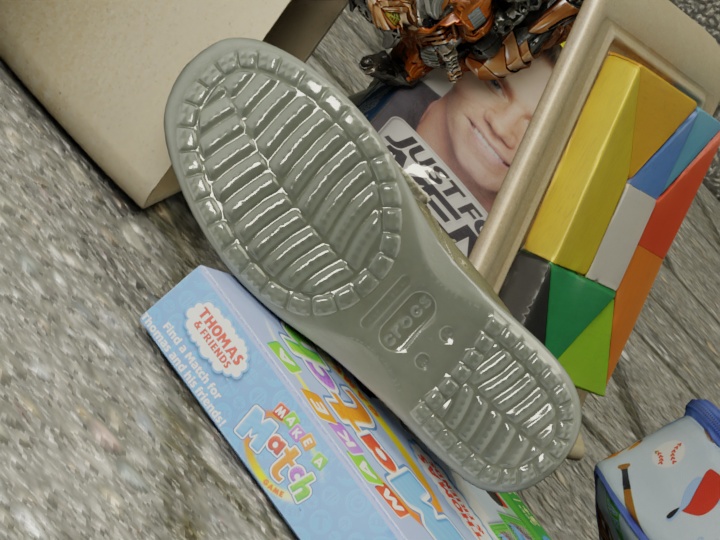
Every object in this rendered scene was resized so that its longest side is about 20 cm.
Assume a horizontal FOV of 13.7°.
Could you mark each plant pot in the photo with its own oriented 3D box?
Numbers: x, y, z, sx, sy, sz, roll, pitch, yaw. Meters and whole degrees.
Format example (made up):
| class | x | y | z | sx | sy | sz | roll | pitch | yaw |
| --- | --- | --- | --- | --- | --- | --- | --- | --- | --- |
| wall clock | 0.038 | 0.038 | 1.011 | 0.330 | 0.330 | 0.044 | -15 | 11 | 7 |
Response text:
| class | x | y | z | sx | sy | sz | roll | pitch | yaw |
| --- | --- | --- | --- | --- | --- | --- | --- | --- | --- |
| plant pot | -0.082 | -0.167 | 1.235 | 0.177 | 0.200 | 0.200 | 38 | 10 | 2 |

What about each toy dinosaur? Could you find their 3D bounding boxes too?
| class | x | y | z | sx | sy | sz | roll | pitch | yaw |
| --- | --- | --- | --- | --- | --- | --- | --- | --- | --- |
| toy dinosaur | 0.060 | -0.131 | 1.293 | 0.102 | 0.136 | 0.200 | 42 | 15 | 1 |

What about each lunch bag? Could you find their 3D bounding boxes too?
| class | x | y | z | sx | sy | sz | roll | pitch | yaw |
| --- | --- | --- | --- | --- | --- | --- | --- | --- | --- |
| lunch bag | 0.172 | 0.159 | 1.274 | 0.160 | 0.075 | 0.200 | 50 | -10 | 36 |

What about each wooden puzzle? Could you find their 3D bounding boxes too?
| class | x | y | z | sx | sy | sz | roll | pitch | yaw |
| --- | --- | --- | --- | --- | --- | --- | --- | --- | --- |
| wooden puzzle | 0.099 | -0.021 | 1.260 | 0.037 | 0.201 | 0.185 | 20 | 0 | 24 |

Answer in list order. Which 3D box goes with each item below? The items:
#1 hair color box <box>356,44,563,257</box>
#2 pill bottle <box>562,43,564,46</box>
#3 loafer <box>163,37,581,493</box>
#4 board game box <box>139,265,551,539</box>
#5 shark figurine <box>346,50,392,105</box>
| class | x | y | z | sx | sy | sz | roll | pitch | yaw |
| --- | --- | --- | --- | --- | --- | --- | --- | --- | --- |
| hair color box | 0.037 | -0.038 | 1.335 | 0.100 | 0.060 | 0.200 | 48 | 41 | -8 |
| pill bottle | 0.120 | -0.098 | 2.003 | 0.200 | 0.104 | 0.104 | 47 | 11 | -16 |
| loafer | 0.000 | 0.000 | 1.114 | 0.200 | 0.075 | 0.070 | 51 | -1 | -6 |
| board game box | 0.008 | 0.076 | 1.135 | 0.152 | 0.037 | 0.200 | 53 | 12 | 17 |
| shark figurine | -0.010 | -0.068 | 1.432 | 0.128 | 0.089 | 0.214 | 54 | 13 | 17 |
